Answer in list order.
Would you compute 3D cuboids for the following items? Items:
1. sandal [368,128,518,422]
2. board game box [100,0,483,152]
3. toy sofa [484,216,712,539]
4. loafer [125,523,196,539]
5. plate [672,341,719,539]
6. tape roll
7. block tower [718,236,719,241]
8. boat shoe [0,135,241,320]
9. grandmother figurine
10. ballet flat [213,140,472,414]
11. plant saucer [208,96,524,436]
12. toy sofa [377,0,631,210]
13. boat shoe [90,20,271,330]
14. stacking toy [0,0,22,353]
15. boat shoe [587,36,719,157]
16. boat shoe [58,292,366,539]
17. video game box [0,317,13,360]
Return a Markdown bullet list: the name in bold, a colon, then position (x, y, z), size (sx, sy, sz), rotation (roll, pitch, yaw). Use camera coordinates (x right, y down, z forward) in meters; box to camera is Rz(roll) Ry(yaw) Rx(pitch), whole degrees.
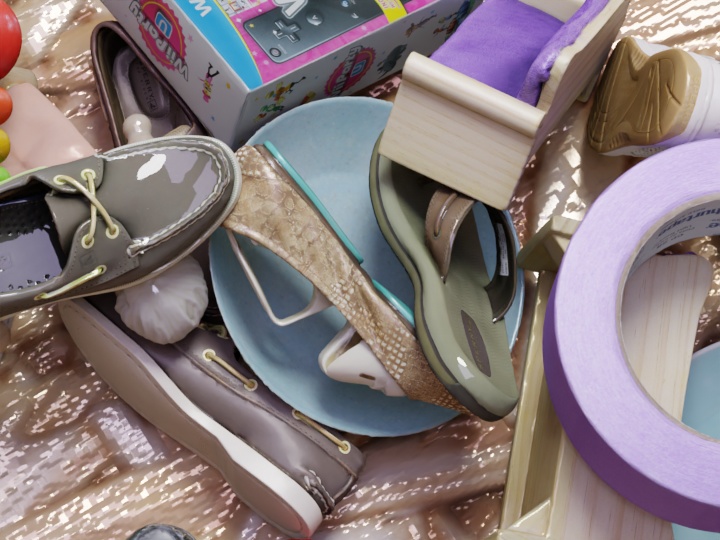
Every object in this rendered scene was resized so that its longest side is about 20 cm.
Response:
- **sandal**: position (0.060, -0.007, 1.077), size (0.057, 0.080, 0.201), rotation (-40, 46, 27)
- **board game box**: position (-0.042, -0.176, 1.172), size (0.200, 0.064, 0.148), rotation (-31, 72, -32)
- **toy sofa**: position (0.129, 0.078, 1.099), size (0.097, 0.083, 0.200), rotation (13, 73, -7)
- **loafer**: position (-0.126, 0.232, 1.066), size (0.072, 0.063, 0.200), rotation (11, 71, 5)
- **plate**: position (0.233, 0.134, 1.086), size (0.200, 0.026, 0.201), rotation (-4, 81, 29)
- **tape roll**: position (0.198, 0.034, 1.025), size (0.200, 0.066, 0.201), rotation (0, 71, 0)
- **block tower**: position (0.251, -0.008, 1.153), size (0.058, 0.054, 0.200), rotation (-15, 71, -6)
- **boat shoe**: position (-0.156, -0.019, 1.014), size (0.201, 0.060, 0.072), rotation (-22, 84, -4)
- **grandmother figurine**: position (-0.155, -0.036, 1.111), size (0.200, 0.061, 0.121), rotation (47, 109, 27)
- **ballet flat**: position (-0.012, 0.019, 1.078), size (0.065, 0.071, 0.200), rotation (-42, 94, 0)
- **plant saucer**: position (0.000, 0.000, 1.136), size (0.201, 0.039, 0.201), rotation (6, 74, -23)
- **toy sofa**: position (0.089, -0.124, 1.118), size (0.083, 0.098, 0.200), rotation (26, 32, 9)
- **boat shoe**: position (-0.113, -0.059, 1.150), size (0.072, 0.072, 0.200), rotation (-24, 72, 17)
- **stacking toy**: position (-0.225, -0.056, 1.080), size (0.085, 0.085, 0.200), rotation (7, 89, 3)
- **boat shoe**: position (0.182, -0.091, 1.120), size (0.069, 0.200, 0.071), rotation (14, 97, -9)
- **boat shoe**: position (-0.086, 0.068, 1.120), size (0.200, 0.072, 0.060), rotation (39, 66, 13)
- **video game box**: position (-0.312, 0.045, 1.141), size (0.200, 0.047, 0.183), rotation (11, 73, 4)
